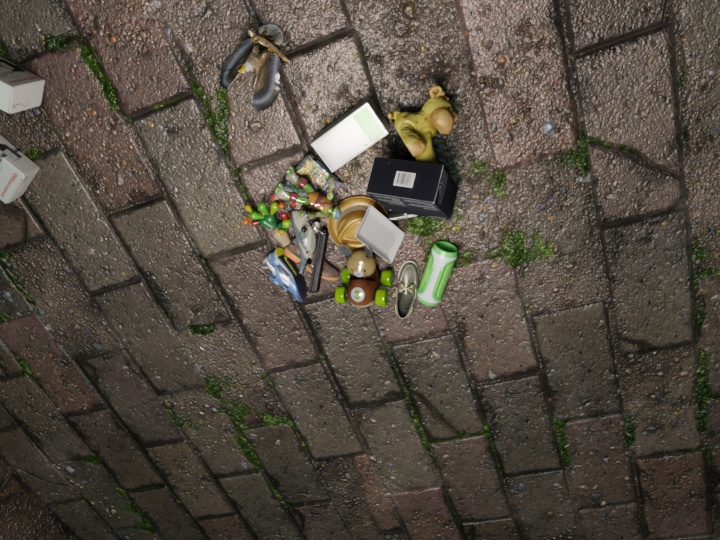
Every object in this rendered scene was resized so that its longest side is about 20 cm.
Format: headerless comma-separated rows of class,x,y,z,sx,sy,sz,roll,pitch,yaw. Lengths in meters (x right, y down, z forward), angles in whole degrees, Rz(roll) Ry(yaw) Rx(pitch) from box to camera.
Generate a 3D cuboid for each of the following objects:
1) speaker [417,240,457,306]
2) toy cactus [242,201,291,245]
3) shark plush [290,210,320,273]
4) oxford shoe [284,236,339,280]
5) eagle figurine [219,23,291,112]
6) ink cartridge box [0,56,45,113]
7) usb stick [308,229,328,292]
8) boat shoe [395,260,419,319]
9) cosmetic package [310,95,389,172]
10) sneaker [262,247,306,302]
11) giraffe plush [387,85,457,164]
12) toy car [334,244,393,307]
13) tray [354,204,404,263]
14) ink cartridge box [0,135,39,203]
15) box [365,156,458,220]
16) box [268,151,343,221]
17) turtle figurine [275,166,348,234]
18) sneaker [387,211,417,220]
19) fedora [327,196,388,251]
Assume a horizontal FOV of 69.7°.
speaker,0.240,0.011,1.630,0.088,0.089,0.201,15,120,-1
toy cactus,-0.270,-0.137,1.593,0.199,0.103,0.165,7,143,36
shark plush,-0.177,-0.089,1.612,0.083,0.091,0.201,16,131,23
oxford shoe,-0.146,-0.038,1.667,0.199,0.071,0.073,31,114,-9
eagle figurine,-0.283,-0.549,1.384,0.200,0.150,0.153,-43,64,56
ink cartridge box,-1.034,-0.542,1.463,0.199,0.146,0.083,27,117,-8
usb stick,-0.131,-0.027,1.620,0.032,0.055,0.201,11,91,7
boat shoe,0.152,0.066,1.687,0.072,0.060,0.203,8,120,3
cosmetic package,-0.028,-0.380,1.448,0.199,0.085,0.108,-32,113,22
sneaker,-0.248,0.021,1.715,0.082,0.074,0.201,-24,106,22
giraffe plush,0.185,-0.393,1.392,0.162,0.172,0.201,-33,76,13
toy car,0.000,0.000,1.592,0.163,0.158,0.201,3,139,17
tray,0.056,-0.107,1.550,0.200,0.022,0.108,34,80,-47
ink cartridge box,-1.148,-0.334,1.631,0.146,0.083,0.200,-39,107,25
box,0.144,-0.222,1.415,0.199,0.182,0.105,13,85,24
box,-0.168,-0.242,1.572,0.136,0.038,0.200,40,117,-15
turtle figurine,-0.136,-0.218,1.467,0.193,0.200,0.145,28,104,1
sneaker,0.171,-0.205,1.540,0.199,0.076,0.088,-13,93,19
fedora,-0.009,-0.128,1.587,0.199,0.082,0.202,4,119,7
